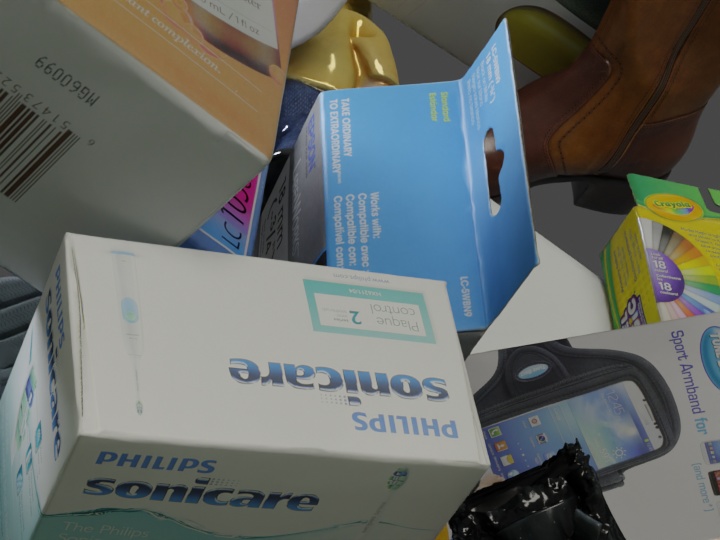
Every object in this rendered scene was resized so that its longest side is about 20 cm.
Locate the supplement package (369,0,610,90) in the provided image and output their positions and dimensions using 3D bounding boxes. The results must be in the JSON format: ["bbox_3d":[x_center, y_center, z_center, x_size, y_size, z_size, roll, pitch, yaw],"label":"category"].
[{"bbox_3d":[0.111,-0.205,0.987,0.199,0.152,0.151,28,39,-35],"label":"supplement package"}]

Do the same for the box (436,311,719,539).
[{"bbox_3d":[0.115,0.086,0.784,0.198,0.042,0.120,-11,52,3],"label":"box"}]

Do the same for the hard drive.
[{"bbox_3d":[0.112,0.055,0.886,0.199,0.026,0.132,36,44,5],"label":"hard drive"}]

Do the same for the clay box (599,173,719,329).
[{"bbox_3d":[0.193,0.044,0.888,0.114,0.048,0.201,11,47,-18],"label":"clay box"}]

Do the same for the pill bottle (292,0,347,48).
[{"bbox_3d":[-0.083,-0.199,0.904,0.113,0.115,0.200,2,26,-27],"label":"pill bottle"}]

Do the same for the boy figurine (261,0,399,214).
[{"bbox_3d":[-0.039,-0.103,0.918,0.123,0.065,0.201,3,41,9],"label":"boy figurine"}]

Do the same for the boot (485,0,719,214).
[{"bbox_3d":[0.124,-0.115,0.919,0.187,0.200,0.069,12,47,-19],"label":"boot"}]

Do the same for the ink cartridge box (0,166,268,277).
[{"bbox_3d":[-0.137,-0.073,0.733,0.199,0.076,0.137,34,35,-23],"label":"ink cartridge box"}]

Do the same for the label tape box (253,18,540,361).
[{"bbox_3d":[0.000,0.000,0.748,0.063,0.200,0.145,13,46,-18],"label":"label tape box"}]

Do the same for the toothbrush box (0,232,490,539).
[{"bbox_3d":[-0.063,0.088,0.636,0.145,0.200,0.086,6,49,-22],"label":"toothbrush box"}]

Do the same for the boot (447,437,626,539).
[{"bbox_3d":[0.089,0.152,0.655,0.073,0.198,0.163,-28,83,-4],"label":"boot"}]

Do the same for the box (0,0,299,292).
[{"bbox_3d":[-0.110,-0.112,0.631,0.152,0.106,0.201,35,35,-24],"label":"box"}]

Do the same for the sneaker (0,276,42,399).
[{"bbox_3d":[-0.161,0.054,0.710,0.073,0.071,0.200,43,27,20],"label":"sneaker"}]
